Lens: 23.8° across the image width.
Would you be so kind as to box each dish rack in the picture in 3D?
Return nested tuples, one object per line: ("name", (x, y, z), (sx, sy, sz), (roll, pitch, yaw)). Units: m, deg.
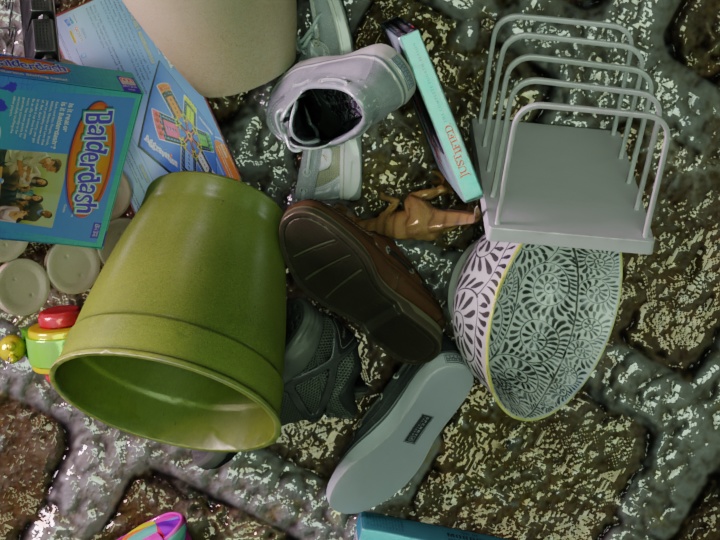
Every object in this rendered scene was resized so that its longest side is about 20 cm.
("dish rack", (-0.351, -0.206, 1.433), (0.198, 0.055, 0.155), (-3, 72, -18))

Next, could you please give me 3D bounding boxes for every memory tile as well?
("memory tile", (-0.278, -0.073, 1.488), (0.153, 0.017, 0.201), (-25, 102, -25))

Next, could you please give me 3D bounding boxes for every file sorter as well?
("file sorter", (0.176, -0.122, 1.442), (0.137, 0.201, 0.125), (5, 120, -4))

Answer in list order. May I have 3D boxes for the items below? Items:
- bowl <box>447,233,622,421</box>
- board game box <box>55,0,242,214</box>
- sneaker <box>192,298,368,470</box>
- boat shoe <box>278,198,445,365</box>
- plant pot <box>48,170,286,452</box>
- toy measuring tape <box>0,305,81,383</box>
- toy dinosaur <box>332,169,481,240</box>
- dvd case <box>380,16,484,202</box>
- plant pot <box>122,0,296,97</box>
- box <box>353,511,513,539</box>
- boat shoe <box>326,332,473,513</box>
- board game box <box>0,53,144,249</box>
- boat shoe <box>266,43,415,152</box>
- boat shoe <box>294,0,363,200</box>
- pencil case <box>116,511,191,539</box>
("bowl", (0.140, 0.025, 1.523), (0.200, 0.094, 0.202), (-22, 121, -43))
("board game box", (-0.192, -0.152, 1.524), (0.102, 0.019, 0.201), (-22, 102, 4))
("sneaker", (-0.067, 0.123, 1.556), (0.114, 0.076, 0.200), (29, 114, -28))
("boat shoe", (0.000, 0.000, 1.494), (0.072, 0.068, 0.200), (-23, 126, 29))
("plant pot", (-0.143, 0.027, 1.460), (0.199, 0.201, 0.194), (16, 65, -6))
("toy measuring tape", (-0.230, 0.064, 1.541), (0.198, 0.074, 0.074), (-6, 102, -1))
("toy dinosaur", (0.063, -0.044, 1.504), (0.199, 0.106, 0.061), (-4, 111, 43))
("dvd case", (0.059, -0.141, 1.447), (0.022, 0.200, 0.147), (-22, 103, 2))
("plant pot", (-0.130, -0.256, 1.440), (0.186, 0.188, 0.201), (-20, 116, 1))
("box", (0.088, 0.291, 1.615), (0.198, 0.049, 0.083), (11, 101, -5))
("boat shoe", (0.034, 0.142, 1.576), (0.068, 0.057, 0.200), (23, 117, -32))
("board game box", (-0.293, -0.100, 1.408), (0.199, 0.045, 0.153), (6, 117, -27))
("boat shoe", (-0.035, -0.134, 1.401), (0.071, 0.200, 0.070), (-38, 104, -29))
("boat shoe", (-0.034, -0.159, 1.505), (0.064, 0.075, 0.204), (-4, 110, -1))
("pencil case", (-0.159, 0.327, 1.593), (0.088, 0.088, 0.201), (-26, 101, 3))
